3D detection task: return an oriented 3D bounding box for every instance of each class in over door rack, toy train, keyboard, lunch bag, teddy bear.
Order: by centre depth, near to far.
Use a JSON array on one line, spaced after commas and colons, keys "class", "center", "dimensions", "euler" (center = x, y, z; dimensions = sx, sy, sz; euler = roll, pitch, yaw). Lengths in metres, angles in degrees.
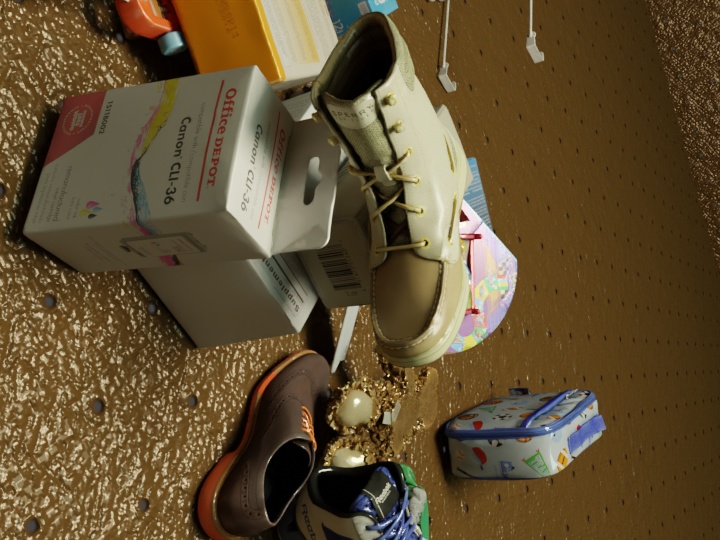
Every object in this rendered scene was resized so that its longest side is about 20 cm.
[{"class": "toy train", "center": [-0.210, -0.260, 0.635], "dimensions": [0.200, 0.056, 0.150], "euler": [69, 19, -5]}, {"class": "keyboard", "center": [0.000, 0.000, 0.802], "dimensions": [0.056, 0.011, 0.200], "euler": [-25, 130, -79]}, {"class": "teddy bear", "center": [0.012, 0.141, 0.809], "dimensions": [0.200, 0.067, 0.145], "euler": [-38, 127, -56]}, {"class": "lunch bag", "center": [0.207, 0.195, 1.009], "dimensions": [0.200, 0.160, 0.076], "euler": [-14, 92, -56]}, {"class": "over door rack", "center": [0.172, -0.369, 1.151], "dimensions": [0.067, 0.148, 0.200], "euler": [26, 58, -53]}]

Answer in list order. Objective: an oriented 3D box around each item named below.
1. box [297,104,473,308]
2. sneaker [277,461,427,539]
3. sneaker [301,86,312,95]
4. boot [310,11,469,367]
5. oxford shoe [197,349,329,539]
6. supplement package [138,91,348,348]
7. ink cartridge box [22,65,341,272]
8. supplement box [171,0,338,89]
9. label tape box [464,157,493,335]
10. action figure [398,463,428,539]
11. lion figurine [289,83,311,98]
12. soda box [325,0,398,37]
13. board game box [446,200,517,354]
[{"class": "box", "center": [0.024, -0.058, 0.694], "dimensions": [0.200, 0.068, 0.082], "euler": [-53, 126, -47]}, {"class": "sneaker", "center": [0.021, 0.226, 0.670], "dimensions": [0.081, 0.199, 0.115], "euler": [-42, 157, -43]}, {"class": "sneaker", "center": [-0.006, -0.113, 0.828], "dimensions": [0.081, 0.074, 0.200], "euler": [-44, 142, -18]}, {"class": "boot", "center": [0.019, -0.053, 0.542], "dimensions": [0.155, 0.072, 0.200], "euler": [55, 36, -49]}, {"class": "oxford shoe", "center": [-0.059, 0.144, 0.705], "dimensions": [0.071, 0.072, 0.200], "euler": [57, 38, -28]}, {"class": "supplement package", "center": [-0.083, -0.046, 0.697], "dimensions": [0.114, 0.109, 0.200], "euler": [59, 37, -28]}, {"class": "ink cartridge box", "center": [-0.117, -0.069, 0.563], "dimensions": [0.068, 0.200, 0.117], "euler": [52, 39, -56]}, {"class": "supplement box", "center": [-0.089, -0.225, 0.741], "dimensions": [0.200, 0.073, 0.126], "euler": [-46, 119, -68]}, {"class": "label tape box", "center": [0.114, -0.031, 1.033], "dimensions": [0.143, 0.066, 0.200], "euler": [-25, 103, -56]}, {"class": "action figure", "center": [0.024, 0.265, 0.783], "dimensions": [0.055, 0.118, 0.200], "euler": [51, 32, -22]}, {"class": "lion figurine", "center": [0.008, -0.157, 0.903], "dimensions": [0.123, 0.072, 0.200], "euler": [-57, 142, -5]}, {"class": "soda box", "center": [-0.032, -0.372, 0.923], "dimensions": [0.068, 0.064, 0.200], "euler": [-48, 120, -51]}, {"class": "board game box", "center": [0.103, -0.001, 0.935], "dimensions": [0.200, 0.039, 0.158], "euler": [46, 73, -16]}]
